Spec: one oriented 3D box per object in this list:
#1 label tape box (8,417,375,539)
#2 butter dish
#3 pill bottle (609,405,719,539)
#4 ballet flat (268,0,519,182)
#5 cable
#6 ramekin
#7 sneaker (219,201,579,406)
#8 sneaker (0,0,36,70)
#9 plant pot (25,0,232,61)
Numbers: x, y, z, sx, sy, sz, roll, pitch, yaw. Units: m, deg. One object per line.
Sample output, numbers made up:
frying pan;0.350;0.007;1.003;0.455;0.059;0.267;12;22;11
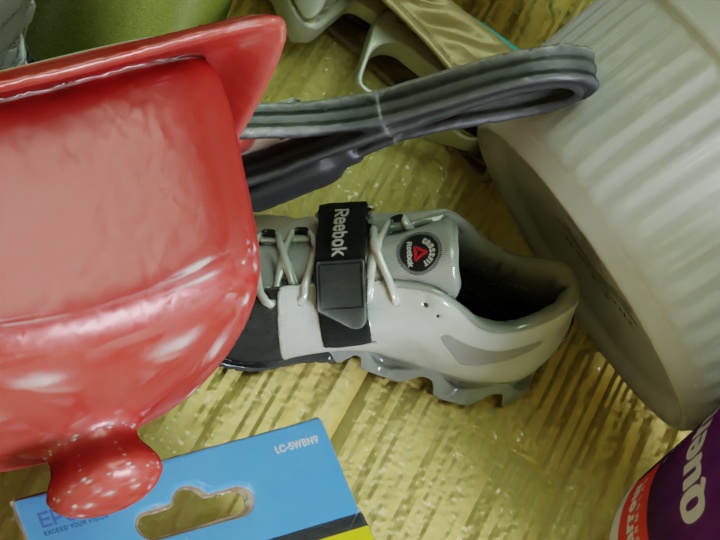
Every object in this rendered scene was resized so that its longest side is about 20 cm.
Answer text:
label tape box;-0.043;0.171;1.002;0.144;0.063;0.201;-13;67;-33
butter dish;-0.114;0.019;0.963;0.199;0.200;0.148;-15;70;-25
pill bottle;0.174;0.104;1.074;0.112;0.200;0.113;14;54;-20
ballet flat;0.003;-0.116;1.214;0.200;0.069;0.063;37;65;0
cable;-0.007;-0.069;1.075;0.097;0.199;0.051;29;44;-59
ramekin;0.136;-0.026;1.144;0.105;0.200;0.201;-33;77;-5
sneaker;0.000;0.000;1.122;0.199;0.089;0.074;8;58;-22
sneaker;-0.156;-0.081;1.026;0.082;0.200;0.075;6;46;-36
plant pot;-0.121;-0.162;1.091;0.199;0.193;0.201;14;54;-20
